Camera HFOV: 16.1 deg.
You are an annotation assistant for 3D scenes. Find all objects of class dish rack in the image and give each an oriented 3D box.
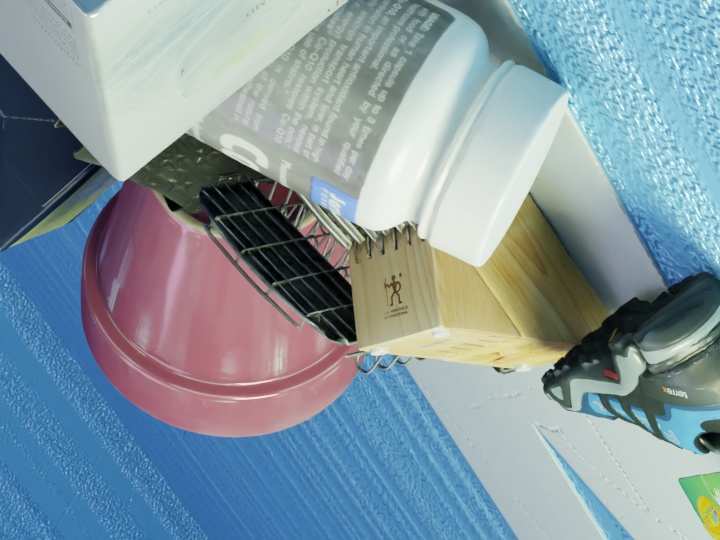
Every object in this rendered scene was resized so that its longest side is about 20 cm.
[{"bbox_3d":[0.000,0.000,1.447,0.200,0.055,0.153,-10,-134,-49],"label":"dish rack"}]

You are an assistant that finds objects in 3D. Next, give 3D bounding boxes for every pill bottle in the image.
[{"bbox_3d":[-0.009,-0.089,1.218,0.200,0.114,0.114,28,164,8],"label":"pill bottle"}]

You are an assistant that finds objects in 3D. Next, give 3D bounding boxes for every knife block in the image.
[{"bbox_3d":[0.045,-0.042,1.370,0.200,0.176,0.064,9,162,-44],"label":"knife block"}]

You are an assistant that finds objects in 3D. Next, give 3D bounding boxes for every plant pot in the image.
[{"bbox_3d":[-0.082,-0.021,1.653,0.200,0.200,0.179,45,151,22],"label":"plant pot"}]

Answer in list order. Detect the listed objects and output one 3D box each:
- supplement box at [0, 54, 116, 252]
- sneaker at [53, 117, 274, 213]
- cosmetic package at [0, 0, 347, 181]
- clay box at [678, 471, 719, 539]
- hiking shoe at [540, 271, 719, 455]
[{"bbox_3d":[-0.247,-0.139,1.819,0.200,0.134,0.200,50,-169,0],"label":"supplement box"},{"bbox_3d":[-0.079,-0.073,1.499,0.200,0.104,0.060,30,-154,-53],"label":"sneaker"},{"bbox_3d":[-0.069,-0.168,1.078,0.123,0.199,0.200,48,168,10],"label":"cosmetic package"},{"bbox_3d":[0.254,0.171,1.318,0.200,0.048,0.115,51,168,-1],"label":"clay box"},{"bbox_3d":[0.152,0.062,1.289,0.087,0.074,0.200,51,168,-2],"label":"hiking shoe"}]
